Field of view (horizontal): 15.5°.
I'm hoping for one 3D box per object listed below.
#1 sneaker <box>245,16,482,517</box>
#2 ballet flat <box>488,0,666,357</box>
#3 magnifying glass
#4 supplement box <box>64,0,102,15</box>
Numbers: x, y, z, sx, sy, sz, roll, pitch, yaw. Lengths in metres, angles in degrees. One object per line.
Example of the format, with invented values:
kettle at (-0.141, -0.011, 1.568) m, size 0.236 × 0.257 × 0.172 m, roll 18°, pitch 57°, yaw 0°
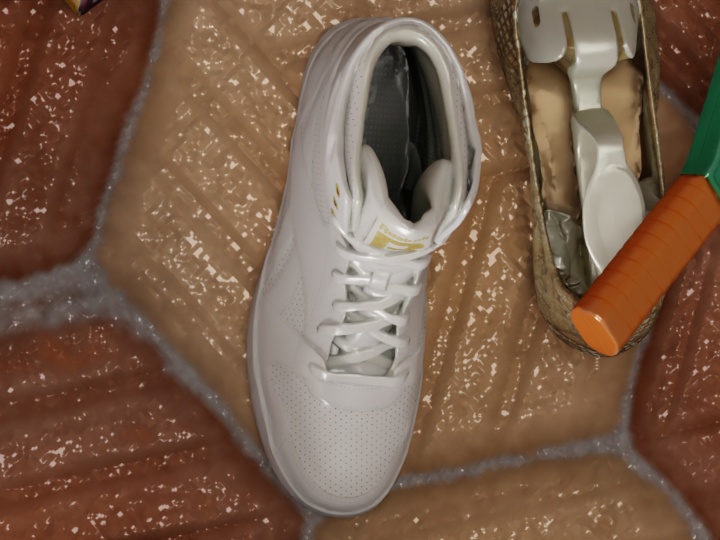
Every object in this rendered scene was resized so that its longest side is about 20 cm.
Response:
sneaker at (0.000, 0.000, 1.016) m, size 0.073 × 0.116 × 0.202 m, roll 3°, pitch 91°, yaw -9°
ballet flat at (0.094, -0.066, 1.053) m, size 0.070 × 0.065 × 0.201 m, roll -11°, pitch 92°, yaw -7°
magnifying glass at (0.147, -0.044, 1.043) m, size 0.200 × 0.022 × 0.080 m, roll -48°, pitch 119°, yaw -25°
supplement box at (-0.136, -0.203, 0.998) m, size 0.086 × 0.110 × 0.200 m, roll -39°, pitch 95°, yaw -5°
